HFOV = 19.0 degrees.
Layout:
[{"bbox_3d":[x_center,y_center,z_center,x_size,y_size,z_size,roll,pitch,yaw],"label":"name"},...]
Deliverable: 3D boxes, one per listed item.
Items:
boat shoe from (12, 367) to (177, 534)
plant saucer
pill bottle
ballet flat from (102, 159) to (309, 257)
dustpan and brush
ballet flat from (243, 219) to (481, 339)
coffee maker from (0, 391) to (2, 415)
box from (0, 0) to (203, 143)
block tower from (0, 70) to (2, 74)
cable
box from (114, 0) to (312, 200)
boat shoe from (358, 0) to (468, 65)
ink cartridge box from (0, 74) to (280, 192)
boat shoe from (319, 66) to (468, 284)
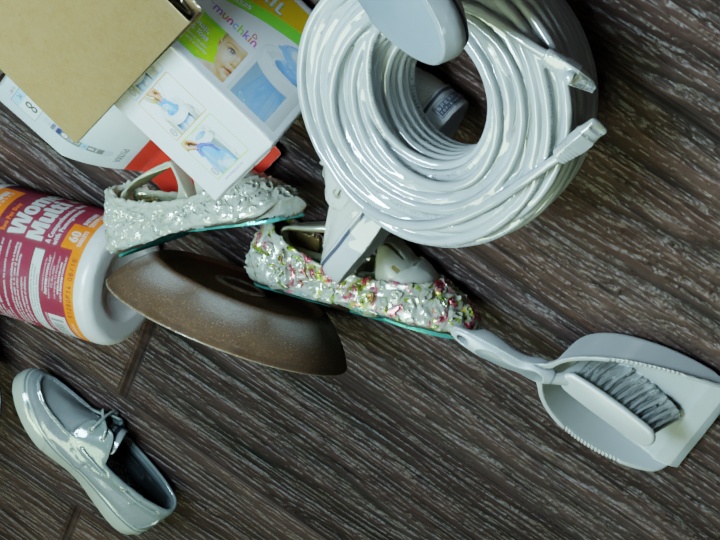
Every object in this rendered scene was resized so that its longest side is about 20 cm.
[{"bbox_3d":[-0.247,0.164,2.043,0.071,0.070,0.201,-26,112,31],"label":"boat shoe"},{"bbox_3d":[-0.098,0.026,1.660,0.199,0.037,0.200,21,-172,-3],"label":"plant saucer"},{"bbox_3d":[-0.275,-0.011,1.814,0.199,0.110,0.110,15,140,28],"label":"pill bottle"},{"bbox_3d":[-0.129,-0.055,1.645,0.199,0.072,0.072,-10,125,39],"label":"ballet flat"},{"bbox_3d":[0.161,0.081,1.582,0.199,0.057,0.140,33,146,6],"label":"dustpan and brush"},{"bbox_3d":[0.000,0.000,1.628,0.198,0.076,0.065,14,109,22],"label":"ballet flat"},{"bbox_3d":[-0.428,0.075,1.978,0.134,0.192,0.201,38,148,27],"label":"coffee maker"},{"bbox_3d":[-0.205,-0.184,1.433,0.163,0.021,0.200,45,144,-7],"label":"box"},{"bbox_3d":[-0.344,-0.219,1.681,0.057,0.054,0.201,10,138,34],"label":"block tower"},{"bbox_3d":[0.056,-0.116,1.391,0.200,0.069,0.200,49,127,8],"label":"cable"},{"bbox_3d":[-0.124,-0.168,1.494,0.200,0.113,0.101,43,145,-7],"label":"box"},{"bbox_3d":[0.023,-0.212,1.314,0.202,0.086,0.075,51,155,30],"label":"boat shoe"},{"bbox_3d":[-0.175,-0.115,1.659,0.200,0.047,0.160,43,145,-6],"label":"ink cartridge box"},{"bbox_3d":[0.007,-0.072,1.528,0.070,0.071,0.200,40,139,9],"label":"boat shoe"}]
